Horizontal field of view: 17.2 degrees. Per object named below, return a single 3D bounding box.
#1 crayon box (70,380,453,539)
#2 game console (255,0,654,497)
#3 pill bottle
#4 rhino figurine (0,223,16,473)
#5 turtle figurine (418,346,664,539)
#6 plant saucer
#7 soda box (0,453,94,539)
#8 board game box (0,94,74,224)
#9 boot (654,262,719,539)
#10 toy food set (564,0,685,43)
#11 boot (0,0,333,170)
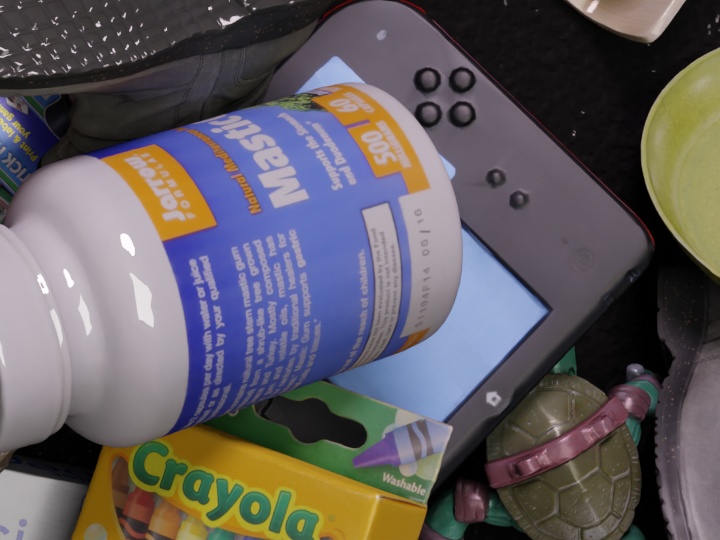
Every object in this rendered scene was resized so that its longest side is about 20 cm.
[{"bbox_3d":[-0.056,0.135,0.933,0.052,0.125,0.201,24,84,-63],"label":"crayon box"},{"bbox_3d":[0.000,0.000,1.019,0.177,0.031,0.200,44,85,11],"label":"game console"},{"bbox_3d":[-0.069,0.002,0.914,0.199,0.112,0.113,-18,101,-32],"label":"pill bottle"},{"bbox_3d":[-0.173,0.048,0.932,0.087,0.060,0.200,46,52,0],"label":"rhino figurine"},{"bbox_3d":[0.083,0.075,1.064,0.149,0.101,0.201,-26,95,-20],"label":"turtle figurine"},{"bbox_3d":[0.224,-0.034,1.074,0.199,0.201,0.031,-15,139,-17],"label":"plant saucer"},{"bbox_3d":[-0.196,0.099,0.982,0.199,0.068,0.064,13,90,-19],"label":"soda box"},{"bbox_3d":[-0.191,-0.094,0.988,0.135,0.029,0.200,-46,107,-10],"label":"board game box"},{"bbox_3d":[0.197,0.065,1.041,0.131,0.070,0.201,-5,52,13],"label":"boot"},{"bbox_3d":[0.095,-0.218,1.059,0.200,0.060,0.144,38,82,-18],"label":"toy food set"},{"bbox_3d":[-0.101,-0.069,0.924,0.199,0.131,0.068,-14,61,-36],"label":"boot"}]
